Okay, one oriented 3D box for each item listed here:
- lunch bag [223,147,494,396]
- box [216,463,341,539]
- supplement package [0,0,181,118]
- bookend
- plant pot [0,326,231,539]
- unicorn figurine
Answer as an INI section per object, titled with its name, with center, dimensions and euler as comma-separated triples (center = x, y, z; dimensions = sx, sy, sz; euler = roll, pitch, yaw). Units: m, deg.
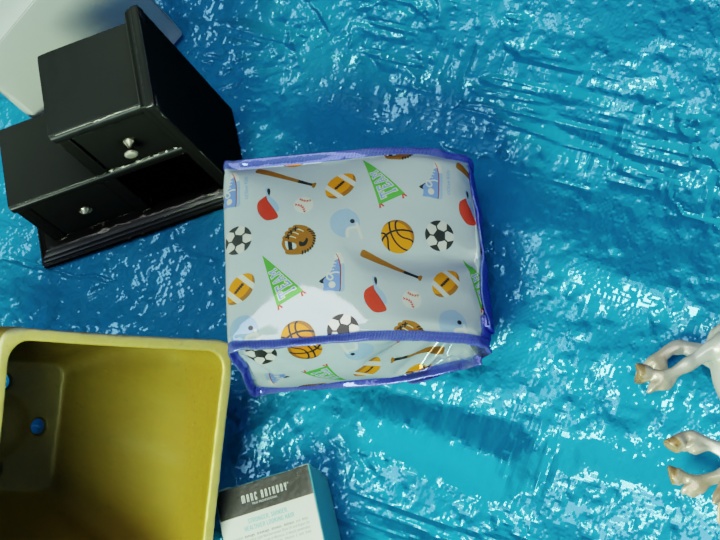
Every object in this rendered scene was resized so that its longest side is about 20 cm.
[lunch bag]
center = 0.000, 0.000, 1.315
dimensions = 0.198, 0.124, 0.171
euler = -7, 67, 6
[box]
center = -0.049, 0.257, 1.284
dimensions = 0.082, 0.049, 0.201
euler = -18, 67, 12
[supplement package]
center = -0.300, -0.241, 1.467
dimensions = 0.200, 0.191, 0.147
euler = 38, 87, 27
[bookend]
center = -0.222, -0.103, 1.388
dimensions = 0.197, 0.200, 0.093
euler = -18, 66, 11
[plant pot]
center = -0.240, 0.136, 1.299
dimensions = 0.199, 0.193, 0.197
euler = 7, 91, 53
[unicorn figurine]
center = 0.273, 0.075, 1.234
dimensions = 0.136, 0.074, 0.202
euler = -18, 81, 2
